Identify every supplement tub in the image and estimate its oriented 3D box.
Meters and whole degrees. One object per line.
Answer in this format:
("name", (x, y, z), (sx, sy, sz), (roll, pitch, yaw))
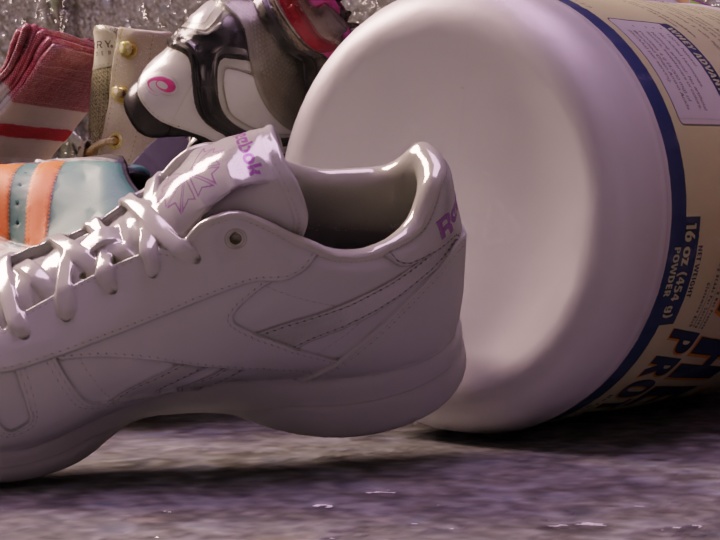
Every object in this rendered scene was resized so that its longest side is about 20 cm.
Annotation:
("supplement tub", (0.086, -0.024, 0.697), (0.145, 0.145, 0.200), (1, 4, 40))

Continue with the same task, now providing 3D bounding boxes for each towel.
("towel", (-0.203, -0.042, 1.012), (0.023, 0.200, 0.144), (42, 7, 5))

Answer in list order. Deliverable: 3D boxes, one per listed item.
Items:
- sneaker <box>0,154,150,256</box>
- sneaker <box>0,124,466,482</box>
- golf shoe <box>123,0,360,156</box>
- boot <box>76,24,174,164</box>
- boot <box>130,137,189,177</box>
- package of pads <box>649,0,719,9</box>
("sneaker", (-0.121, -0.008, 0.749), (0.200, 0.072, 0.080), (22, 46, 35))
("sneaker", (-0.064, 0.002, 0.568), (0.199, 0.100, 0.075), (-7, 38, -17))
("golf shoe", (-0.027, -0.054, 0.769), (0.092, 0.073, 0.200), (-29, -24, 5))
("boot", (-0.132, -0.039, 0.951), (0.199, 0.155, 0.072), (0, 2, -22))
("boot", (-0.053, -0.034, 0.895), (0.075, 0.097, 0.200), (39, 43, 12))
("package of pads", (0.142, -0.048, 0.844), (0.199, 0.121, 0.076), (19, 22, 3))
